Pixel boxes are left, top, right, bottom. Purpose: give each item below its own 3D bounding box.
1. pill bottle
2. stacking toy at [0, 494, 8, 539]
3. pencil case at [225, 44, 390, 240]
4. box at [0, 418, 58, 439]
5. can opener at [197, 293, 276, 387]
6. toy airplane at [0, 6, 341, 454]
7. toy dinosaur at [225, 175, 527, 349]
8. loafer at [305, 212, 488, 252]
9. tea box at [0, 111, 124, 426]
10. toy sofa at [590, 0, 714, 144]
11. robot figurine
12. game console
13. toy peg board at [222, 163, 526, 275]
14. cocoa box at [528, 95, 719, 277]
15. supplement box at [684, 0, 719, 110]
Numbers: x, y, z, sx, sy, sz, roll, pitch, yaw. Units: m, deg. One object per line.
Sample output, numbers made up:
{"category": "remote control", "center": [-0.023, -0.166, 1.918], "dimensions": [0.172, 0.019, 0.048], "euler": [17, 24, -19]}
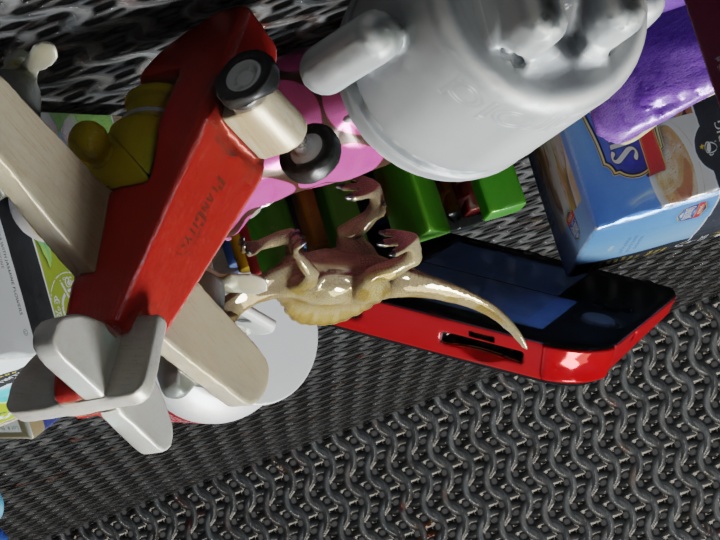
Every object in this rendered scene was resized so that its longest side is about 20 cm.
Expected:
{"category": "pill bottle", "center": [-0.113, 0.041, 1.814], "dimensions": [0.112, 0.113, 0.200], "euler": [-13, -174, -31]}
{"category": "stacking toy", "center": [-0.195, 0.165, 1.366], "dimensions": [0.085, 0.201, 0.085], "euler": [-16, 171, -3]}
{"category": "pencil case", "center": [0.001, -0.080, 1.493], "dimensions": [0.199, 0.091, 0.094], "euler": [-17, 128, 6]}
{"category": "box", "center": [-0.184, 0.042, 1.683], "dimensions": [0.121, 0.033, 0.200], "euler": [-3, -155, 35]}
{"category": "can opener", "center": [-0.123, 0.006, 1.621], "dimensions": [0.052, 0.067, 0.200], "euler": [2, 155, 42]}
{"category": "toy airplane", "center": [-0.115, -0.015, 1.336], "dimensions": [0.141, 0.201, 0.199], "euler": [13, -159, 39]}
{"category": "toy dinosaur", "center": [0.000, 0.000, 1.568], "dimensions": [0.199, 0.058, 0.101], "euler": [-1, 142, -14]}
{"category": "loafer", "center": [0.001, -0.037, 1.850], "dimensions": [0.200, 0.068, 0.070], "euler": [-12, -177, -38]}
{"category": "tea box", "center": [-0.225, 0.012, 1.458], "dimensions": [0.199, 0.134, 0.196], "euler": [-22, 171, 30]}
{"category": "toy sofa", "center": [0.178, -0.141, 1.416], "dimensions": [0.199, 0.098, 0.083], "euler": [-22, 170, 21]}
{"category": "robot figurine", "center": [0.058, -0.109, 1.327], "dimensions": [0.169, 0.114, 0.200], "euler": [-5, 167, -23]}
{"category": "game console", "center": [0.074, 0.013, 1.710], "dimensions": [0.199, 0.031, 0.177], "euler": [15, -158, 18]}
{"category": "toy peg board", "center": [-0.005, -0.047, 1.670], "dimensions": [0.199, 0.098, 0.199], "euler": [-16, 172, -11]}
{"category": "cocoa box", "center": [0.167, -0.086, 1.646], "dimensions": [0.131, 0.134, 0.200], "euler": [-16, 173, -3]}
{"category": "supplement box", "center": [0.206, -0.122, 1.246], "dimensions": [0.110, 0.201, 0.085], "euler": [-8, 167, -46]}
